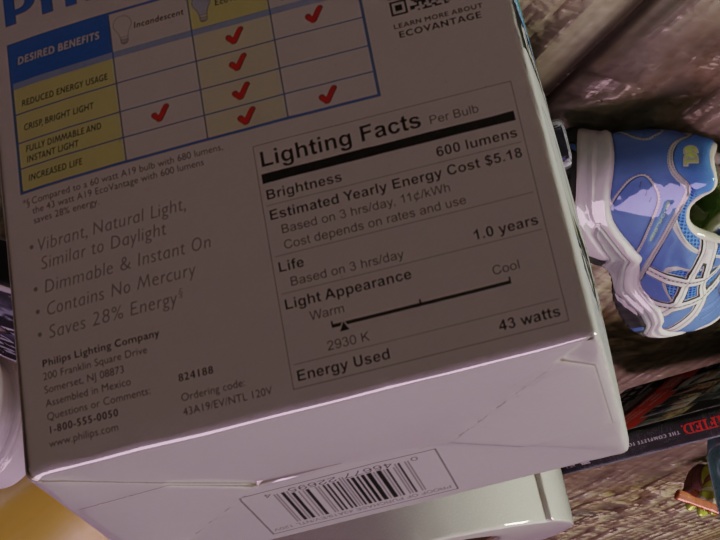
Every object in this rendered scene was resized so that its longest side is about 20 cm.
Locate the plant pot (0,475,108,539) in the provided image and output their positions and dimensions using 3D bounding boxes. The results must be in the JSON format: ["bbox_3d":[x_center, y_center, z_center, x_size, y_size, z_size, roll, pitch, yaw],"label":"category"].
[{"bbox_3d":[-0.211,0.165,1.211,0.200,0.202,0.189,16,138,-38],"label":"plant pot"}]

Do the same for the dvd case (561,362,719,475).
[{"bbox_3d":[0.235,0.082,1.118,0.199,0.022,0.146,-21,-178,33],"label":"dvd case"}]

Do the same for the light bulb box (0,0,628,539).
[{"bbox_3d":[-0.021,-0.020,0.645,0.197,0.201,0.125,-14,154,7],"label":"light bulb box"}]

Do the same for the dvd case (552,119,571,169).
[{"bbox_3d":[-0.007,-0.027,0.802,0.199,0.025,0.150,-14,179,1],"label":"dvd case"}]

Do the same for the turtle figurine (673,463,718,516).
[{"bbox_3d":[0.321,0.170,1.403,0.199,0.065,0.161,-4,168,-15],"label":"turtle figurine"}]

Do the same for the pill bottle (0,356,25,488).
[{"bbox_3d":[-0.294,0.075,1.059,0.113,0.114,0.200,-18,154,38],"label":"pill bottle"}]

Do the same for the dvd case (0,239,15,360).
[{"bbox_3d":[-0.170,0.020,0.875,0.199,0.025,0.150,14,159,42],"label":"dvd case"}]

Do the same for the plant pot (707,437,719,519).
[{"bbox_3d":[0.329,0.151,1.108,0.196,0.197,0.199,-19,166,39],"label":"plant pot"}]

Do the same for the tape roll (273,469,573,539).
[{"bbox_3d":[0.021,0.114,1.086,0.202,0.140,0.203,-12,165,-3],"label":"tape roll"}]

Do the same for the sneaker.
[{"bbox_3d":[0.166,-0.015,0.887,0.077,0.076,0.200,-6,161,25],"label":"sneaker"}]
